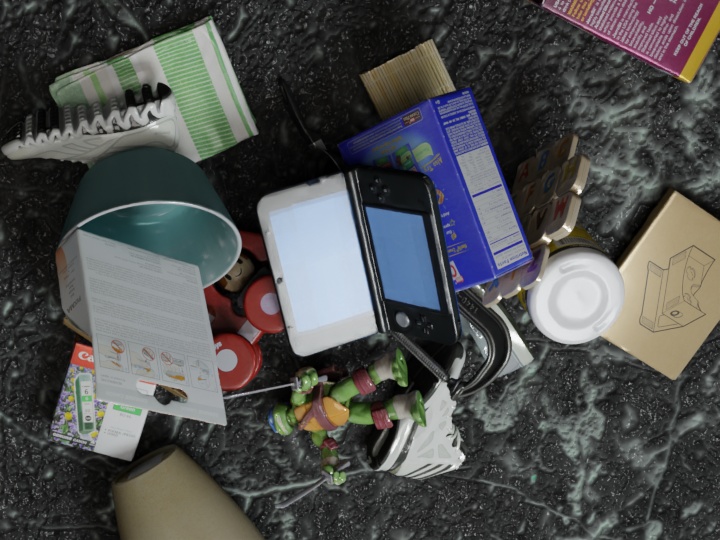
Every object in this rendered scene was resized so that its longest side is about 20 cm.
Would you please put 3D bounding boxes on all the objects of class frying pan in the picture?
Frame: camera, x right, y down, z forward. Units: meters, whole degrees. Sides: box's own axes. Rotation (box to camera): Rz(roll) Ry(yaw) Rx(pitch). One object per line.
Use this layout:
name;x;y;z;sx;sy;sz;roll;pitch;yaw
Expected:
frying pan;-0.050;-0.119;1.424;0.031;0.191;0.115;-21;160;-26

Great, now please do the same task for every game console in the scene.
game console;0.000;0.000;1.330;0.118;0.169;0.202;-32;120;-37

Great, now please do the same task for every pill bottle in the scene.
pill bottle;0.225;-0.005;1.425;0.110;0.200;0.113;-2;112;-6

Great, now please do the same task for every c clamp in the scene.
c clamp;0.083;0.080;1.477;0.199;0.027;0.172;37;111;21

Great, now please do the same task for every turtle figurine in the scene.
turtle figurine;-0.028;0.180;1.447;0.192;0.200;0.146;-19;84;13

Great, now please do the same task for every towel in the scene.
towel;-0.231;-0.182;1.391;0.198;0.023;0.154;-22;113;1

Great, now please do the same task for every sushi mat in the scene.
sushi mat;0.083;-0.163;1.446;0.095;0.012;0.201;-27;112;3

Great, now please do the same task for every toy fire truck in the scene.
toy fire truck;-0.164;0.038;1.440;0.167;0.112;0.201;38;89;0

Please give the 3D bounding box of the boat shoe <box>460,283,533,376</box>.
boat shoe;0.135;0.052;1.506;0.071;0.070;0.202;-34;110;10

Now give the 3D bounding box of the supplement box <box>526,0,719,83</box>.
supplement box;0.285;-0.303;1.356;0.198;0.131;0.104;23;106;-16

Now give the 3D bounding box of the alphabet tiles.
alphabet tiles;0.189;-0.059;1.393;0.014;0.200;0.198;26;65;-17

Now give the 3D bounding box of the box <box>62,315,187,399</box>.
box;-0.256;0.092;1.359;0.163;0.200;0.021;34;80;-10

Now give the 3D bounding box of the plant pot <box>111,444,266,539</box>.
plant pot;-0.220;0.325;1.522;0.185;0.187;0.202;-26;98;3

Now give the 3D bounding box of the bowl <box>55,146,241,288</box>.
bowl;-0.234;-0.059;1.349;0.198;0.106;0.202;-8;149;-5

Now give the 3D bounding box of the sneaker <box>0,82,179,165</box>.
sneaker;-0.294;-0.143;1.353;0.197;0.075;0.082;-12;123;-1

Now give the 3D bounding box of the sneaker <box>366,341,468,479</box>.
sneaker;0.100;0.180;1.562;0.114;0.076;0.202;21;111;-27

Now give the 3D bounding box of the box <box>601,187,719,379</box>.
box;0.392;0.020;1.546;0.162;0.021;0.201;29;104;-18

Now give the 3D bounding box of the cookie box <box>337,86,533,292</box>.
cookie box;0.081;-0.077;1.362;0.075;0.170;0.202;-22;92;-39

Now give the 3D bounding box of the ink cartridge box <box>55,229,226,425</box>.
ink cartridge box;-0.224;0.067;1.260;0.161;0.202;0.050;18;137;-41

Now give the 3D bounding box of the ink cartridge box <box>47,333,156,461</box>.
ink cartridge box;-0.299;0.122;1.485;0.108;0.050;0.202;16;109;-13
